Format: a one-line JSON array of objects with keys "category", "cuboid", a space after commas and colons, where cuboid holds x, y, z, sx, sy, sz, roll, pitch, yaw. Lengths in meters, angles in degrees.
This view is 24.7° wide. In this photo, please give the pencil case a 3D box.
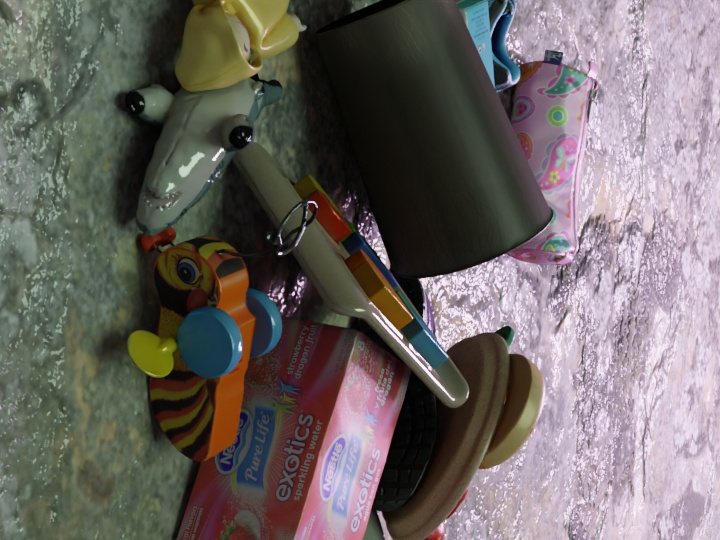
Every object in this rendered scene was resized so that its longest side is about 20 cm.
[{"category": "pencil case", "cuboid": [0.183, -0.107, 1.612, 0.087, 0.087, 0.202, 19, 78, -60]}]

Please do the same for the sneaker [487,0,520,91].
[{"category": "sneaker", "cuboid": [0.102, -0.255, 1.451, 0.073, 0.081, 0.202, -24, 113, -55]}]

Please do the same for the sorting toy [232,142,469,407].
[{"category": "sorting toy", "cuboid": [0.000, 0.000, 1.230, 0.036, 0.186, 0.200, -40, 144, 7]}]

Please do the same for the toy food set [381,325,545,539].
[{"category": "toy food set", "cuboid": [0.079, 0.139, 1.381, 0.201, 0.048, 0.198, -61, -166, 11]}]

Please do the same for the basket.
[{"category": "basket", "cuboid": [0.052, -0.114, 1.296, 0.135, 0.180, 0.202, -25, 103, -9]}]

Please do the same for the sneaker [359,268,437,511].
[{"category": "sneaker", "cuboid": [0.040, 0.106, 1.379, 0.088, 0.075, 0.202, 48, 43, -63]}]

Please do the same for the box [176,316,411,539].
[{"category": "box", "cuboid": [-0.050, 0.143, 1.201, 0.095, 0.102, 0.202, 38, 66, -55]}]

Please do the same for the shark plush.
[{"category": "shark plush", "cuboid": [-0.109, -0.099, 1.152, 0.200, 0.090, 0.084, -73, 175, -62]}]

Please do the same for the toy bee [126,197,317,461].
[{"category": "toy bee", "cuboid": [-0.105, 0.021, 1.122, 0.201, 0.108, 0.131, -61, 159, 6]}]

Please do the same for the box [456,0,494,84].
[{"category": "box", "cuboid": [0.073, -0.128, 1.415, 0.049, 0.081, 0.202, -33, 122, -55]}]

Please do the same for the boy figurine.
[{"category": "boy figurine", "cuboid": [-0.078, -0.202, 1.143, 0.125, 0.064, 0.201, 60, 36, -32]}]

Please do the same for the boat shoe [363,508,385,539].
[{"category": "boat shoe", "cuboid": [-0.021, 0.234, 1.299, 0.075, 0.061, 0.200, 58, 17, -19]}]
